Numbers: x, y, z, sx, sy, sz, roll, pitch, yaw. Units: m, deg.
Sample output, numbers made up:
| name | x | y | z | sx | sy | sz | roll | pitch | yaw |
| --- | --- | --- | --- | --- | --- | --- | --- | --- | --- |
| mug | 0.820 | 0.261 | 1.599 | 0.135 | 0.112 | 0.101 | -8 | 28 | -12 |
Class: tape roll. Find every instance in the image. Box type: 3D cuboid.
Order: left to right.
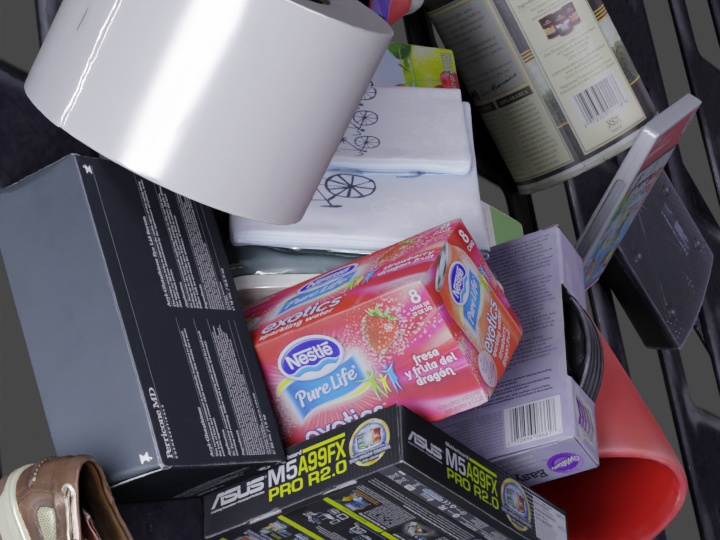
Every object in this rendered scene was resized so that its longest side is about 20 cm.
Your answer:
| name | x | y | z | sx | sy | sz | roll | pitch | yaw |
| --- | --- | --- | --- | --- | --- | --- | --- | --- | --- |
| tape roll | -0.097 | -0.136 | 1.459 | 0.202 | 0.139 | 0.203 | 25 | 13 | -6 |

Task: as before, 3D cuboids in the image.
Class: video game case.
| name | x | y | z | sx | sy | sz | roll | pitch | yaw |
| --- | --- | --- | --- | --- | --- | --- | --- | --- | --- |
| video game case | 0.229 | -0.057 | 2.013 | 0.017 | 0.200 | 0.143 | 34 | 26 | 11 |

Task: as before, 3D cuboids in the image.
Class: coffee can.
| name | x | y | z | sx | sy | sz | roll | pitch | yaw |
| --- | --- | --- | --- | --- | --- | --- | --- | --- | --- |
| coffee can | 0.159 | -0.189 | 2.028 | 0.200 | 0.146 | 0.146 | 62 | 28 | -8 |

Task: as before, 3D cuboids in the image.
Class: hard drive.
| name | x | y | z | sx | sy | sz | roll | pitch | yaw |
| --- | --- | --- | --- | --- | --- | --- | --- | --- | --- |
| hard drive | 0.284 | -0.014 | 2.215 | 0.135 | 0.042 | 0.200 | 57 | 29 | -15 |

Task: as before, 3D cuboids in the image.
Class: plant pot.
| name | x | y | z | sx | sy | sz | roll | pitch | yaw |
| --- | --- | --- | --- | --- | --- | --- | --- | --- | --- |
| plant pot | 0.126 | 0.116 | 1.705 | 0.200 | 0.200 | 0.178 | 28 | 36 | -49 |

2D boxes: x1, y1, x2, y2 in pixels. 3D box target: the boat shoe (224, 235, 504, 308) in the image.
| name | x | y | z | sx | sy | sz | roll | pitch | yaw |
| --- | --- | --- | --- | --- | --- | --- | --- | --- | --- |
| boat shoe | 0.000 | 0.000 | 1.586 | 0.073 | 0.199 | 0.062 | 98 | -11 | -56 |

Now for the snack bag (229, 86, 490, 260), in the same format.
| name | x | y | z | sx | sy | sz | roll | pitch | yaw |
| --- | --- | --- | --- | --- | --- | --- | --- | --- | --- |
| snack bag | -0.008 | -0.075 | 1.621 | 0.200 | 0.188 | 0.021 | -93 | -172 | -53 |

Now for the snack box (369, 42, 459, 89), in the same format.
| name | x | y | z | sx | sy | sz | roll | pitch | yaw |
| --- | --- | --- | --- | --- | --- | --- | --- | --- | --- |
| snack box | 0.014 | -0.079 | 1.731 | 0.142 | 0.053 | 0.201 | 3 | 61 | -24 |

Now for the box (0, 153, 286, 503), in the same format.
| name | x | y | z | sx | sy | sz | roll | pitch | yaw |
| --- | --- | --- | --- | --- | --- | --- | --- | --- | --- |
| box | -0.138 | 0.038 | 1.415 | 0.141 | 0.079 | 0.201 | 8 | 62 | -62 |

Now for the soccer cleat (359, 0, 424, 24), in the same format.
| name | x | y | z | sx | sy | sz | roll | pitch | yaw |
| --- | --- | --- | --- | --- | --- | --- | --- | --- | --- |
| soccer cleat | -0.011 | -0.275 | 1.726 | 0.073 | 0.068 | 0.201 | -34 | 118 | -31 |

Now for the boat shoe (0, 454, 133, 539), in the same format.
| name | x | y | z | sx | sy | sz | roll | pitch | yaw |
| --- | --- | --- | --- | --- | --- | --- | --- | --- | --- |
| boat shoe | -0.139 | 0.199 | 1.291 | 0.203 | 0.075 | 0.075 | 64 | 28 | -3 |

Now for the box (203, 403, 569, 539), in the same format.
| name | x | y | z | sx | sy | sz | roll | pitch | yaw |
| --- | --- | --- | --- | --- | --- | --- | --- | --- | --- |
| box | 0.020 | 0.167 | 1.498 | 0.200 | 0.160 | 0.044 | 35 | 42 | -43 |

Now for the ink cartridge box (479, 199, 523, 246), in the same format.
| name | x | y | z | sx | sy | sz | roll | pitch | yaw |
| --- | --- | --- | --- | --- | --- | --- | --- | --- | --- |
| ink cartridge box | 0.068 | -0.004 | 1.830 | 0.200 | 0.048 | 0.146 | 30 | 44 | -48 |

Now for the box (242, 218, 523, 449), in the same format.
| name | x | y | z | sx | sy | sz | roll | pitch | yaw |
| --- | --- | --- | --- | --- | --- | --- | --- | --- | --- |
| box | -0.007 | 0.056 | 1.494 | 0.096 | 0.200 | 0.100 | 60 | 29 | -14 |

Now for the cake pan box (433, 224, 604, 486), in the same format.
| name | x | y | z | sx | sy | sz | roll | pitch | yaw |
| --- | --- | --- | --- | --- | --- | --- | --- | --- | --- |
| cake pan box | 0.072 | 0.075 | 1.615 | 0.052 | 0.199 | 0.185 | 47 | 31 | -46 |
